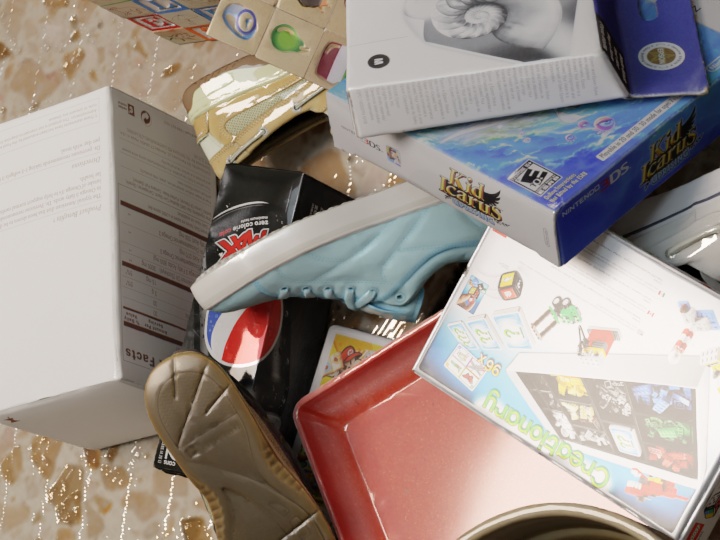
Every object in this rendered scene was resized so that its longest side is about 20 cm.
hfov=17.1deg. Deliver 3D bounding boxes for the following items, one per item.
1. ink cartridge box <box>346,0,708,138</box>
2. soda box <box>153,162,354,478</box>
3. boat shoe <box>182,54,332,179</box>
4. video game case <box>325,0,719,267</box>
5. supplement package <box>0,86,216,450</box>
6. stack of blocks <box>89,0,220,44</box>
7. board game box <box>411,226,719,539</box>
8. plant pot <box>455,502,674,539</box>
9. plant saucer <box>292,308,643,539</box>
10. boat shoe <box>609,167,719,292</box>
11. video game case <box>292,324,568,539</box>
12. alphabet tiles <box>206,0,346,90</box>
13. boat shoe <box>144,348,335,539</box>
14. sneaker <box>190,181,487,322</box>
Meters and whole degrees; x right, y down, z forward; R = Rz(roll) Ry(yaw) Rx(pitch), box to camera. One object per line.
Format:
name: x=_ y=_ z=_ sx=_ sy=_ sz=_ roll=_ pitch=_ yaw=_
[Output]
ink cartridge box: x=0.090 y=-0.162 z=1.378 sx=0.199 sy=0.041 sz=0.200 roll=-7 pitch=41 yaw=4
soda box: x=-0.066 y=0.038 z=1.511 sx=0.063 sy=0.071 sz=0.201 roll=8 pitch=81 yaw=32
boat shoe: x=-0.014 y=-0.116 z=1.525 sx=0.199 sy=0.072 sz=0.076 roll=-25 pitch=77 yaw=21
video game case: x=0.112 y=-0.106 z=1.377 sx=0.200 sy=0.046 sz=0.181 roll=-38 pitch=47 yaw=-27
supplement package: x=-0.170 y=0.002 z=1.567 sx=0.117 sy=0.117 sz=0.201 roll=-15 pitch=68 yaw=30
stack of blocks: x=-0.075 y=-0.203 z=1.563 sx=0.199 sy=0.115 sz=0.059 roll=-4 pitch=74 yaw=34
board game box: x=0.134 y=0.049 z=1.318 sx=0.200 sy=0.035 sz=0.127 roll=33 pitch=97 yaw=34
plant pot: x=0.138 y=0.230 z=1.243 sx=0.199 sy=0.173 sz=0.201 roll=-9 pitch=73 yaw=32
plant saucer: x=0.076 y=0.118 z=1.380 sx=0.199 sy=0.037 sz=0.201 roll=-33 pitch=62 yaw=21
boat shoe: x=0.203 y=-0.018 z=1.341 sx=0.199 sy=0.072 sz=0.066 roll=-20 pitch=71 yaw=29
video game case: x=0.036 y=0.140 z=1.441 sx=0.199 sy=0.023 sz=0.183 roll=14 pitch=84 yaw=38
alphabet tiles: x=0.020 y=-0.203 z=1.473 sx=0.167 sy=0.008 sz=0.201 roll=24 pitch=90 yaw=2
boat shoe: x=-0.059 y=0.132 z=1.426 sx=0.073 sy=0.065 sz=0.201 roll=-23 pitch=99 yaw=12
sneaker: x=0.000 y=0.000 z=1.439 sx=0.199 sy=0.074 sz=0.082 roll=-21 pitch=89 yaw=1
